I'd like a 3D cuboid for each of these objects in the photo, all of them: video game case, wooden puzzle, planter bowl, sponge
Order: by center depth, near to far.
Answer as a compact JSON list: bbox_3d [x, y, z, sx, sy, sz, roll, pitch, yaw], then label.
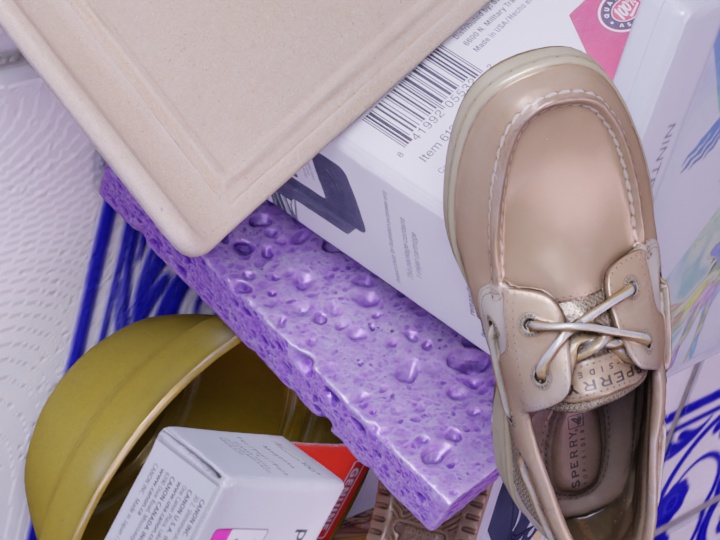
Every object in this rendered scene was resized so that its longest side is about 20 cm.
[{"bbox_3d":[-0.050,-0.132,0.805,0.200,0.037,0.185,-44,106,-25],"label":"wooden puzzle"},{"bbox_3d":[0.139,-0.036,0.882,0.200,0.022,0.182,-20,136,-48],"label":"video game case"},{"bbox_3d":[0.000,0.000,0.937,0.112,0.200,0.030,-36,163,-30],"label":"sponge"},{"bbox_3d":[-0.084,0.082,1.010,0.200,0.083,0.201,-38,146,-31],"label":"planter bowl"}]

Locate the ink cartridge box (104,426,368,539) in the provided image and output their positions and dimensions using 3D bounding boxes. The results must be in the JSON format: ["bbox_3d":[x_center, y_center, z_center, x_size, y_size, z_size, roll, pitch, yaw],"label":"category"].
[{"bbox_3d":[-0.067,0.164,0.990,0.174,0.044,0.200,11,110,-58],"label":"ink cartridge box"}]

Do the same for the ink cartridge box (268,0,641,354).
[{"bbox_3d":[0.025,-0.082,0.892,0.145,0.200,0.084,-44,151,-22],"label":"ink cartridge box"}]

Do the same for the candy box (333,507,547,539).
[{"bbox_3d":[-0.001,0.168,1.179,0.200,0.115,0.055,-15,98,-49],"label":"candy box"}]

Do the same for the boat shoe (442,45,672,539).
[{"bbox_3d":[0.076,0.018,0.780,0.071,0.065,0.200,-18,127,-7],"label":"boat shoe"}]

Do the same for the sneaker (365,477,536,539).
[{"bbox_3d":[0.030,0.145,1.075,0.200,0.070,0.108,-69,162,-4],"label":"sneaker"}]
